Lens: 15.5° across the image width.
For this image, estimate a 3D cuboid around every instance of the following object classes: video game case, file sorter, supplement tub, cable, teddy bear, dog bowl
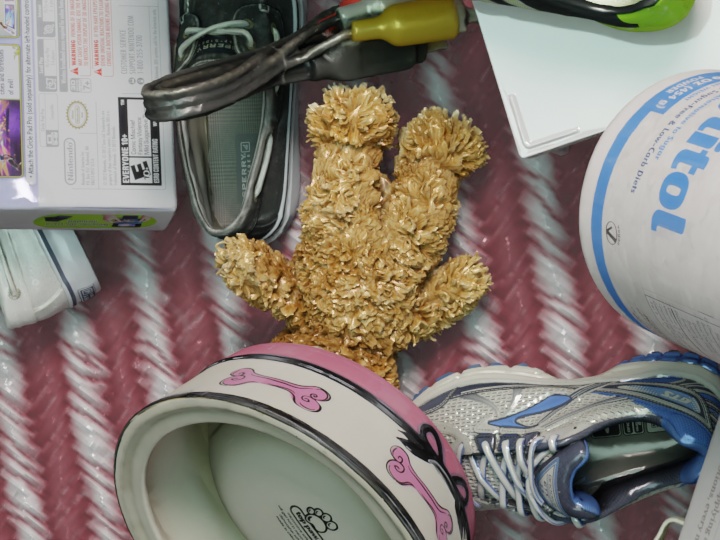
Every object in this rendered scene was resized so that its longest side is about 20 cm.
[{"bbox_3d":[-0.194,-0.122,1.417,0.180,0.045,0.201,1,74,-14],"label":"video game case"},{"bbox_3d":[0.165,-0.151,1.344,0.199,0.124,0.139,-18,85,13],"label":"file sorter"},{"bbox_3d":[0.197,-0.013,1.174,0.131,0.200,0.133,-5,103,-24],"label":"supplement tub"},{"bbox_3d":[-0.033,-0.123,1.378,0.199,0.097,0.051,-12,112,-27],"label":"cable"},{"bbox_3d":[0.000,0.000,1.405,0.145,0.067,0.200,32,93,-24],"label":"teddy bear"},{"bbox_3d":[-0.028,0.123,1.379,0.200,0.074,0.201,21,136,22],"label":"dog bowl"}]

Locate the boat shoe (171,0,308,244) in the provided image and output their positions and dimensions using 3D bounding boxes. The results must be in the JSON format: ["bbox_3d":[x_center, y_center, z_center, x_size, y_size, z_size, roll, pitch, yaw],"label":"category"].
[{"bbox_3d":[-0.067,-0.113,1.431,0.072,0.071,0.201,-8,89,14],"label":"boat shoe"}]

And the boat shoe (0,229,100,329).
[{"bbox_3d":[-0.228,-0.057,1.467,0.086,0.075,0.202,-28,90,-9],"label":"boat shoe"}]

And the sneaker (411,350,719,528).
[{"bbox_3d":[0.097,0.094,1.374,0.199,0.085,0.077,-14,114,15],"label":"sneaker"}]

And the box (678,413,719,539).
[{"bbox_3d":[0.276,0.149,1.258,0.199,0.171,0.200,15,96,-26],"label":"box"}]

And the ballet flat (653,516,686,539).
[{"bbox_3d":[0.194,0.137,1.372,0.065,0.070,0.200,39,98,15],"label":"ballet flat"}]

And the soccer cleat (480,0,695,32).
[{"bbox_3d":[0.064,-0.158,1.264,0.199,0.081,0.068,13,92,14],"label":"soccer cleat"}]
